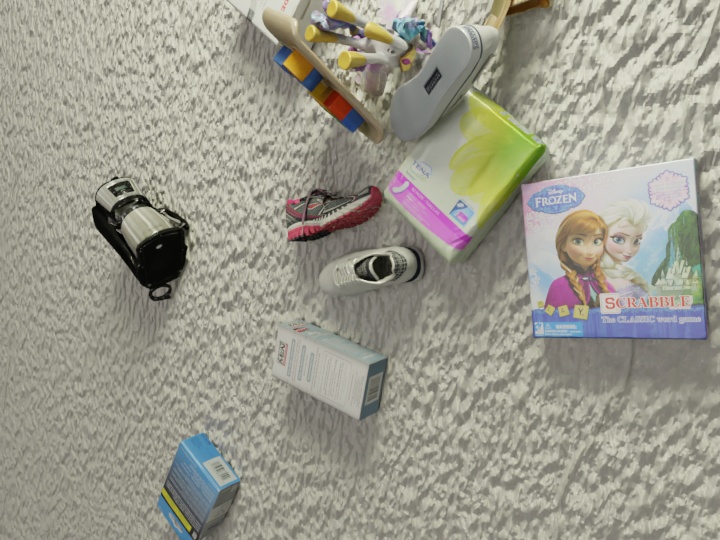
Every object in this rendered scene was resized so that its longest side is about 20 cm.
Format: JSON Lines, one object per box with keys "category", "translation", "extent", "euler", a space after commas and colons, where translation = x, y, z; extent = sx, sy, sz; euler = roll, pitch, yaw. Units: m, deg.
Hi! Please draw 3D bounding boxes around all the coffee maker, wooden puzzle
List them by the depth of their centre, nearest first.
{"category": "wooden puzzle", "translation": [-0.064, -0.271, 0.805], "extent": [0.046, 0.200, 0.186], "euler": [-42, 35, 5]}
{"category": "coffee maker", "translation": [-0.473, -0.067, 1.191], "extent": [0.200, 0.134, 0.194], "euler": [43, 118, 26]}

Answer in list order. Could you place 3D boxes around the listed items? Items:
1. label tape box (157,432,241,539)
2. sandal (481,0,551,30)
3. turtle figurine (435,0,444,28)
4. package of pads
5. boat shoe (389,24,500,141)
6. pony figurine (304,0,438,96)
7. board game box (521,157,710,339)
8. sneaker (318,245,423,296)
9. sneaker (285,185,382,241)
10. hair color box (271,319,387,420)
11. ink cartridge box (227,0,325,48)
{"category": "label tape box", "translation": [-0.346, 0.471, 1.193], "extent": [0.143, 0.066, 0.202], "euler": [39, 118, 27]}
{"category": "sandal", "translation": [0.207, -0.344, 0.719], "extent": [0.069, 0.078, 0.214], "euler": [27, 93, -9]}
{"category": "turtle figurine", "translation": [0.113, -0.469, 0.718], "extent": [0.199, 0.143, 0.197], "euler": [-26, 70, 42]}
{"category": "package of pads", "translation": [0.139, -0.134, 0.779], "extent": [0.155, 0.068, 0.201], "euler": [48, 116, 23]}
{"category": "boat shoe", "translation": [0.105, -0.231, 0.716], "extent": [0.200, 0.065, 0.074], "euler": [-31, 81, 61]}
{"category": "pony figurine", "translation": [0.028, -0.317, 0.791], "extent": [0.193, 0.198, 0.168], "euler": [50, 128, 39]}
{"category": "board game box", "translation": [0.304, -0.019, 0.687], "extent": [0.198, 0.041, 0.203], "euler": [-5, 91, 36]}
{"category": "sneaker", "translation": [0.000, 0.000, 0.887], "extent": [0.198, 0.080, 0.078], "euler": [-16, 87, 37]}
{"category": "sneaker", "translation": [-0.053, -0.102, 0.916], "extent": [0.198, 0.080, 0.076], "euler": [-14, 84, 36]}
{"category": "hair color box", "translation": [-0.057, 0.163, 0.955], "extent": [0.198, 0.060, 0.101], "euler": [18, 105, 33]}
{"category": "ink cartridge box", "translation": [-0.136, -0.479, 0.937], "extent": [0.200, 0.083, 0.146], "euler": [46, 118, 23]}
